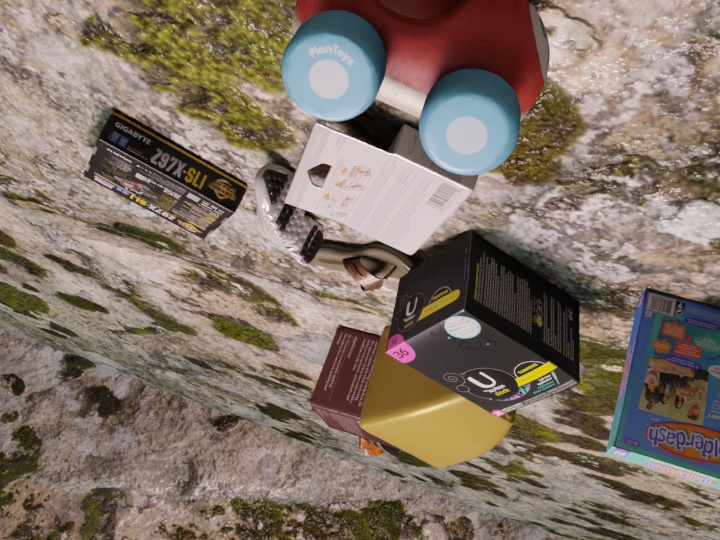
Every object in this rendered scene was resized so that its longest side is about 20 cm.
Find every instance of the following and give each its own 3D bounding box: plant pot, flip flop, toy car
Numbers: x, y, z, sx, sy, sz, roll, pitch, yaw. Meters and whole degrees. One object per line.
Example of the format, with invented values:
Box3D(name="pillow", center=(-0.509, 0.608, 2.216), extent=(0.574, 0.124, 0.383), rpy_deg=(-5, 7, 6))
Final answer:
Box3D(name="plant pot", center=(0.151, 0.194, 1.197), extent=(0.195, 0.195, 0.200), rpy_deg=(33, 146, -26))
Box3D(name="flip flop", center=(0.000, 0.000, 1.044), extent=(0.200, 0.058, 0.081), rpy_deg=(7, 154, 30))
Box3D(name="toy car", center=(0.061, -0.201, 0.455), extent=(0.176, 0.185, 0.200), rpy_deg=(22, 129, -3))

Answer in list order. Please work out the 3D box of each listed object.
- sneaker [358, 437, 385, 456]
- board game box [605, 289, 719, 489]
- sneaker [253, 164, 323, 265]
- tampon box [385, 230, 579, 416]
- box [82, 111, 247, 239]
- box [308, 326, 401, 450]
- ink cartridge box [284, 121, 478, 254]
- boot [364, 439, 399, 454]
Box3D(name="sneaker", center=(0.035, 0.507, 2.179), extent=(0.077, 0.073, 0.200), rpy_deg=(-8, 155, 10))
Box3D(name="board game box", center=(0.381, 0.136, 0.836), extent=(0.152, 0.200, 0.045), rpy_deg=(16, 157, 13))
Box3D(name="sneaker", center=(-0.112, -0.075, 0.964), extent=(0.081, 0.075, 0.200), rpy_deg=(23, 159, 20))
Box3D(name="tampon box", center=(0.161, 0.075, 0.938), extent=(0.200, 0.126, 0.150), rpy_deg=(31, 139, -22))
Box3D(name="box", center=(-0.276, -0.125, 1.016), extent=(0.200, 0.049, 0.160), rpy_deg=(29, 159, -19))
Box3D(name="box", center=(0.034, 0.232, 1.400), extent=(0.199, 0.166, 0.164), rpy_deg=(14, 156, 19))
Box3D(name="ink cartridge box", center=(0.017, -0.099, 0.821), extent=(0.176, 0.045, 0.200), rpy_deg=(23, 157, -7))
Box3D(name="boot", center=(0.008, 0.434, 2.007), extent=(0.204, 0.074, 0.154), rpy_deg=(42, 152, -29))
